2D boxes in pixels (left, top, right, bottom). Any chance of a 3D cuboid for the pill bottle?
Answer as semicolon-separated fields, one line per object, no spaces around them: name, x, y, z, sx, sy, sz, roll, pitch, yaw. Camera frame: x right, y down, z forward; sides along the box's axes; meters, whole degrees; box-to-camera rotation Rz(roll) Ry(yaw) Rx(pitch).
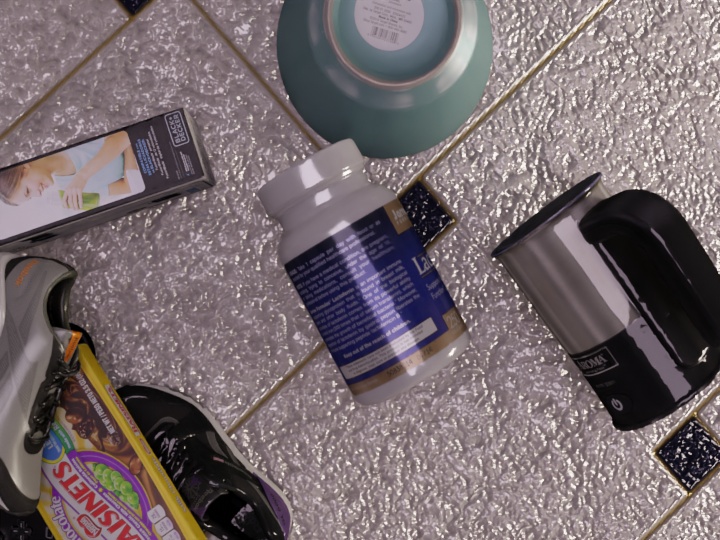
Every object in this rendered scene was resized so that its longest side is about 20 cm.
pill bottle;0.000;0.000;0.839;0.115;0.116;0.202;-29;92;-2

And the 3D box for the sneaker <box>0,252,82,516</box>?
sneaker;-0.255;0.086;0.767;0.078;0.074;0.204;-1;83;4

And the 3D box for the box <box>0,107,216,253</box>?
box;-0.225;-0.071;0.830;0.197;0.117;0.061;-19;93;-4

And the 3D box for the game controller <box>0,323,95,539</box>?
game controller;-0.276;0.145;0.848;0.102;0.042;0.204;2;90;17

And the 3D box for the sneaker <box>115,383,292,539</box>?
sneaker;-0.138;0.169;0.846;0.199;0.088;0.076;38;89;-2

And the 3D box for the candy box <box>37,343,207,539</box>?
candy box;-0.213;0.172;0.805;0.102;0.026;0.201;-35;84;5

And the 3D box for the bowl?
bowl;0.025;-0.202;0.847;0.197;0.105;0.205;0;91;-3

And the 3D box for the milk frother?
milk frother;0.251;-0.005;0.857;0.189;0.180;0.200;53;45;-2
